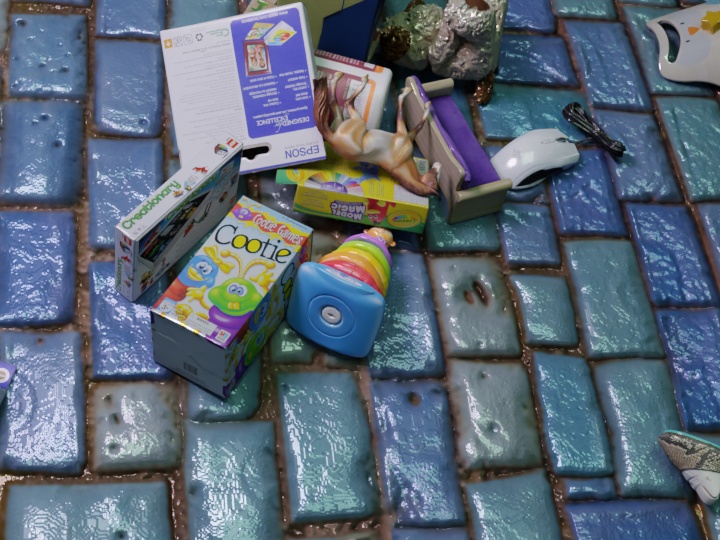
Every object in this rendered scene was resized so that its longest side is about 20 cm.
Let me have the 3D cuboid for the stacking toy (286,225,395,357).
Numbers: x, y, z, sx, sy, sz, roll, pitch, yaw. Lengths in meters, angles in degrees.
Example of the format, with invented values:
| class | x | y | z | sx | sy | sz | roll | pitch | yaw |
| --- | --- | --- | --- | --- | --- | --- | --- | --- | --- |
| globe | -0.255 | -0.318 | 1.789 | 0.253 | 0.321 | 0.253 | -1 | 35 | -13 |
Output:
| class | x | y | z | sx | sy | sz | roll | pitch | yaw |
| --- | --- | --- | --- | --- | --- | --- | --- | --- | --- |
| stacking toy | 0.000 | 0.000 | 1.526 | 0.115 | 0.110 | 0.200 | 24 | 39 | 8 |

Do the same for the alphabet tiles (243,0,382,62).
| class | x | y | z | sx | sy | sz | roll | pitch | yaw |
| --- | --- | --- | --- | --- | --- | --- | --- | --- | --- |
| alphabet tiles | -0.071 | -0.354 | 1.808 | 0.198 | 0.008 | 0.168 | 22 | 53 | 5 |

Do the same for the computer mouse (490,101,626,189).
| class | x | y | z | sx | sy | sz | roll | pitch | yaw |
| --- | --- | --- | --- | --- | --- | --- | --- | --- | --- |
| computer mouse | 0.269 | -0.171 | 1.725 | 0.199 | 0.044 | 0.110 | -25 | 64 | -26 |

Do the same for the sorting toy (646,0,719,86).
| class | x | y | z | sx | sy | sz | roll | pitch | yaw |
| --- | --- | --- | --- | --- | --- | --- | --- | --- | --- |
| sorting toy | 0.537 | -0.356 | 1.898 | 0.178 | 0.107 | 0.202 | -9 | 55 | 5 |

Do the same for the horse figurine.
| class | x | y | z | sx | sy | sz | roll | pitch | yaw |
| --- | --- | --- | --- | --- | --- | --- | --- | --- | --- |
| horse figurine | 0.017 | -0.178 | 1.570 | 0.198 | 0.050 | 0.134 | 16 | 75 | -20 |

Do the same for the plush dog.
| class | x | y | z | sx | sy | sz | roll | pitch | yaw |
| --- | --- | --- | --- | --- | --- | --- | --- | --- | --- |
| plush dog | 0.112 | -0.329 | 1.769 | 0.170 | 0.162 | 0.200 | 9 | 24 | 12 |

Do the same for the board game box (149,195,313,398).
| class | x | y | z | sx | sy | sz | roll | pitch | yaw |
| --- | --- | --- | --- | --- | --- | --- | --- | --- | --- |
| board game box | -0.148 | 0.028 | 1.454 | 0.104 | 0.104 | 0.201 | 25 | 53 | 13 |

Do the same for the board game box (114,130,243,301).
| class | x | y | z | sx | sy | sz | roll | pitch | yaw |
| --- | --- | --- | --- | --- | --- | --- | --- | --- | --- |
| board game box | -0.219 | -0.066 | 1.497 | 0.034 | 0.127 | 0.200 | 34 | 55 | 13 |

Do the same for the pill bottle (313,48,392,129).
| class | x | y | z | sx | sy | sz | roll | pitch | yaw |
| --- | --- | --- | --- | --- | --- | --- | --- | --- | --- |
| pill bottle | -0.065 | -0.239 | 1.659 | 0.198 | 0.115 | 0.115 | 16 | 53 | 1 |

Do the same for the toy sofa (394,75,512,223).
| class | x | y | z | sx | sy | sz | roll | pitch | yaw |
| --- | --- | --- | --- | --- | --- | --- | --- | --- | --- |
| toy sofa | 0.125 | -0.172 | 1.663 | 0.082 | 0.098 | 0.201 | -14 | 58 | -20 |

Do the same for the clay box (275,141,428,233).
| class | x | y | z | sx | sy | sz | roll | pitch | yaw |
| --- | --- | --- | --- | --- | --- | --- | --- | --- | --- |
| clay box | -0.011 | -0.113 | 1.608 | 0.197 | 0.048 | 0.115 | 9 | 37 | -4 |

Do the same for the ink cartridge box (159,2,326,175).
| class | x | y | z | sx | sy | sz | roll | pitch | yaw |
| --- | --- | --- | --- | --- | --- | --- | --- | --- | --- |
| ink cartridge box | -0.148 | -0.226 | 1.591 | 0.195 | 0.047 | 0.203 | -9 | 93 | 11 |

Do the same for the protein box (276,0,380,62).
| class | x | y | z | sx | sy | sz | roll | pitch | yaw |
| --- | --- | --- | --- | --- | --- | --- | --- | --- | --- |
| protein box | -0.032 | -0.392 | 1.715 | 0.133 | 0.199 | 0.201 | 15 | 53 | -1 |

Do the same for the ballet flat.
| class | x | y | z | sx | sy | sz | roll | pitch | yaw |
| --- | --- | --- | --- | --- | --- | --- | --- | --- | --- |
| ballet flat | 0.443 | 0.248 | 1.455 | 0.198 | 0.068 | 0.076 | 16 | 69 | -3 |

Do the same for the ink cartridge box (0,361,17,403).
| class | x | y | z | sx | sy | sz | roll | pitch | yaw |
| --- | --- | --- | --- | --- | --- | --- | --- | --- | --- |
| ink cartridge box | -0.454 | 0.167 | 1.340 | 0.094 | 0.037 | 0.201 | 16 | 51 | -1 |
